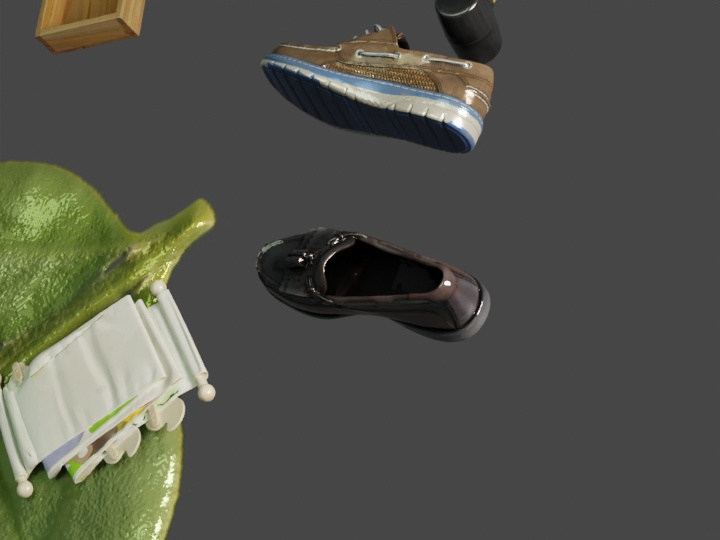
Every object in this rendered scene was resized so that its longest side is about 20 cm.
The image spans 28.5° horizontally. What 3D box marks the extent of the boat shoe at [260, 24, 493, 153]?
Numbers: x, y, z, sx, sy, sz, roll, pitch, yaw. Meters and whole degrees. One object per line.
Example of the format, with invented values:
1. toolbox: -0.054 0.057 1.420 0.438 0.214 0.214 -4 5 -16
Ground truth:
1. boat shoe: 0.015 -0.149 1.114 0.198 0.072 0.073 20 71 24

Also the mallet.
1. mallet: 0.130 -0.246 1.120 0.041 0.066 0.200 25 64 34

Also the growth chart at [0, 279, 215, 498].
1. growth chart: -0.213 0.097 1.138 0.199 0.018 0.146 -30 55 13

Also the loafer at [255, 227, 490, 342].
1. loafer: 0.000 0.000 1.042 0.198 0.063 0.073 12 72 33

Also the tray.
1. tray: -0.244 -0.306 1.352 0.098 0.037 0.202 -7 63 25
